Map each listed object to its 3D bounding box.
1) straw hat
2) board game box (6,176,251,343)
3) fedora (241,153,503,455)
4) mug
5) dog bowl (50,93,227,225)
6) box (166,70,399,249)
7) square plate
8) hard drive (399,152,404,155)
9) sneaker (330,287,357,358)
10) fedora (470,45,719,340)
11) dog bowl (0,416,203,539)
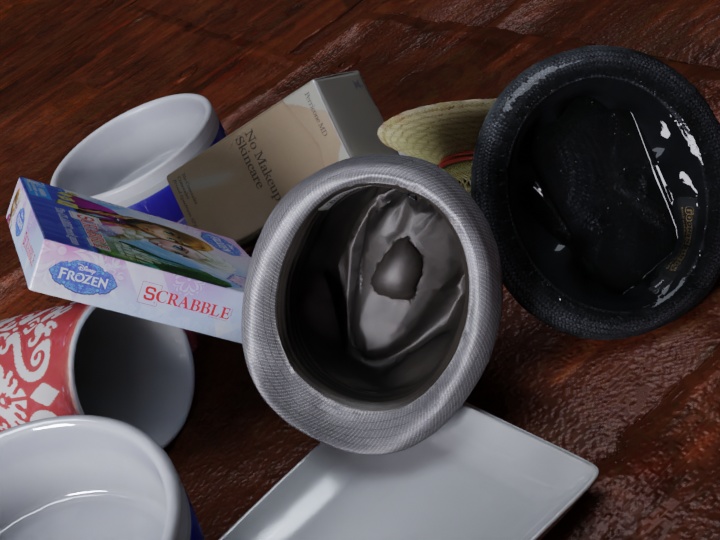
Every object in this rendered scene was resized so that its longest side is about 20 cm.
[{"bbox_3d":[0.113,-0.070,0.904,0.200,0.201,0.086,-4,81,32],"label":"straw hat"},{"bbox_3d":[-0.170,-0.008,0.885,0.200,0.198,0.041,39,110,62],"label":"board game box"},{"bbox_3d":[0.015,0.016,0.771,0.176,0.201,0.090,18,13,15],"label":"fedora"},{"bbox_3d":[-0.243,0.097,0.944,0.199,0.177,0.134,-9,72,34],"label":"mug"},{"bbox_3d":[-0.238,-0.109,1.241,0.199,0.079,0.201,-19,33,13],"label":"dog bowl"},{"bbox_3d":[-0.072,-0.093,1.013,0.199,0.095,0.078,-28,-3,35],"label":"box"},{"bbox_3d":[0.021,0.164,0.708,0.200,0.029,0.198,-41,35,-21],"label":"square plate"},{"bbox_3d":[-0.013,-0.097,1.104,0.199,0.026,0.132,-5,38,31],"label":"hard drive"},{"bbox_3d":[0.000,0.000,0.909,0.079,0.079,0.200,-15,24,42],"label":"sneaker"},{"bbox_3d":[0.167,-0.054,0.794,0.200,0.202,0.092,-25,3,3],"label":"fedora"},{"bbox_3d":[-0.196,0.189,0.689,0.199,0.079,0.201,-9,39,7],"label":"dog bowl"}]
